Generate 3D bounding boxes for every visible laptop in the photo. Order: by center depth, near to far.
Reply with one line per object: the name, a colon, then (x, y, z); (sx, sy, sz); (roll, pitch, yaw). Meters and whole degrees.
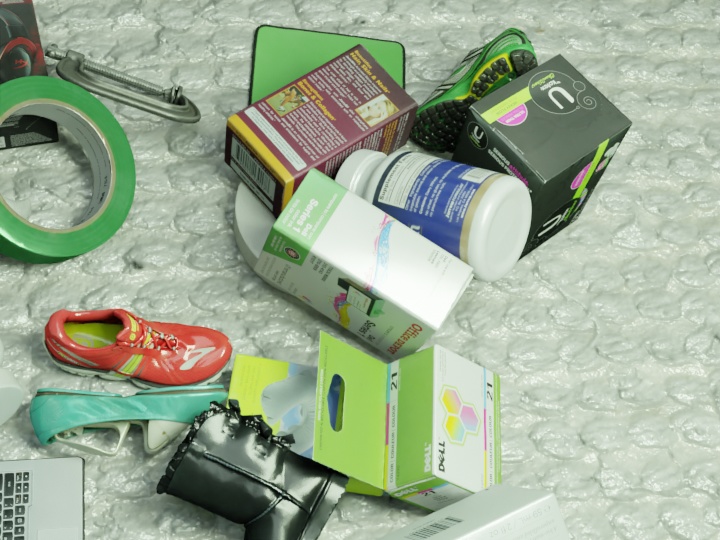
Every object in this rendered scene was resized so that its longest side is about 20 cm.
laptop: (-0.360, 0.249, 1.070); (0.200, 0.116, 0.187); (-1, 61, -11)

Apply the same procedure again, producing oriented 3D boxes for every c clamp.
c clamp: (-0.281, -0.225, 1.369); (0.200, 0.027, 0.171); (20, 16, -11)

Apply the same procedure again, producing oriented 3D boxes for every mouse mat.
mouse mat: (-0.040, -0.242, 1.474); (0.200, 0.008, 0.161); (5, 59, -6)

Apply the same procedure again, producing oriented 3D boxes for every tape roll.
tape roll: (-0.344, -0.109, 1.260); (0.200, 0.048, 0.201); (11, 73, -38)
tape roll: (-0.048, -0.060, 1.350); (0.202, 0.037, 0.203); (5, 59, -8)

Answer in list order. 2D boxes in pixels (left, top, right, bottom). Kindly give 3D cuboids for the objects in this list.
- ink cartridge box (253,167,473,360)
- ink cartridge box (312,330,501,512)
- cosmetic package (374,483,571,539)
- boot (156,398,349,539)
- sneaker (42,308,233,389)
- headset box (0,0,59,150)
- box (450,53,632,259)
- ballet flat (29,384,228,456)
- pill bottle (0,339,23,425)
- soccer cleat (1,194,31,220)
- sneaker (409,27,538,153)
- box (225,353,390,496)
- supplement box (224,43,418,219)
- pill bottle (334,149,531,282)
ink cartridge box: (0.000, 0.000, 1.222); (0.200, 0.145, 0.084); (32, 67, -1)
ink cartridge box: (0.050, 0.149, 1.168); (0.200, 0.076, 0.148); (29, 51, -37)
cosmetic package: (0.104, 0.330, 1.065); (0.199, 0.123, 0.200); (-21, 92, -20)
boot: (-0.121, 0.236, 1.121); (0.162, 0.073, 0.198); (30, 73, -2)
sneaker: (-0.232, 0.078, 1.209); (0.200, 0.085, 0.077); (4, 60, -8)
headset box: (-0.447, -0.240, 1.359); (0.148, 0.075, 0.200); (-10, 63, -16)
box: (0.193, -0.120, 1.332); (0.148, 0.200, 0.124); (-33, 71, -25)
ballet flat: (-0.235, 0.155, 1.182); (0.200, 0.067, 0.071); (-1, 76, -7)
pill bottle: (-0.431, 0.071, 1.159); (0.116, 0.116, 0.200); (-31, 69, -24)
soccer cleat: (-0.459, -0.090, 1.283); (0.200, 0.070, 0.086); (31, 49, 3)
sneaker: (0.135, -0.214, 1.398); (0.078, 0.200, 0.085); (38, 37, -27)
box: (-0.044, 0.165, 1.216); (0.200, 0.048, 0.122); (9, 60, -4)
supplement box: (-0.046, -0.160, 1.337); (0.200, 0.086, 0.110); (-33, 70, -25)
pill bottle: (0.074, -0.066, 1.254); (0.200, 0.116, 0.116); (18, 55, 33)
